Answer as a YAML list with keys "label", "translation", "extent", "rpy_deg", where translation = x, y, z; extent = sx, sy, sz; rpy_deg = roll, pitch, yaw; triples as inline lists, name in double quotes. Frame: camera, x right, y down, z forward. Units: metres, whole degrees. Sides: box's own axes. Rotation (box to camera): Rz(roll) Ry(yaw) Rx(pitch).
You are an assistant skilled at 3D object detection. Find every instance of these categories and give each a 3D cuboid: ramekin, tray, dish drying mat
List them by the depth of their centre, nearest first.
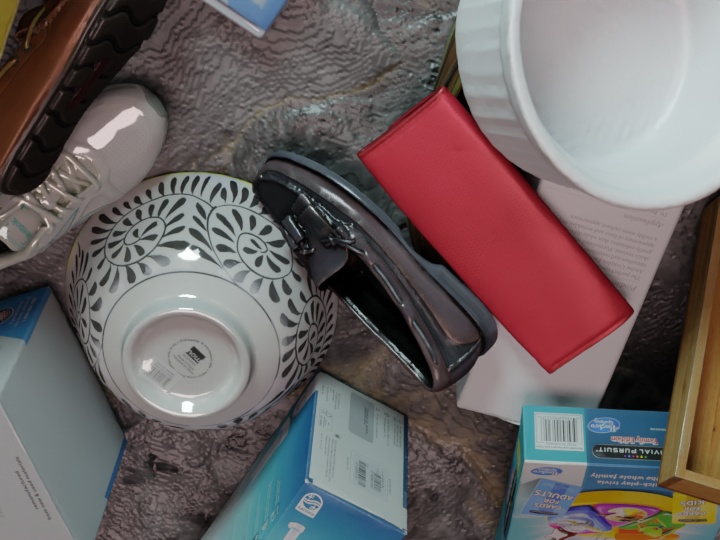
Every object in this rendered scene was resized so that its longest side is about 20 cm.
- label: "ramekin"
  translation: [0.154, -0.140, 0.939]
  extent: [0.199, 0.098, 0.202]
  rpy_deg: [-3, 97, -23]
- label: "dish drying mat"
  translation: [0.089, -0.024, 1.011]
  extent: [0.077, 0.018, 0.200]
  rpy_deg: [-35, 106, 24]
- label: "tray"
  translation: [0.264, 0.059, 1.040]
  extent: [0.098, 0.202, 0.037]
  rpy_deg: [17, 158, -7]

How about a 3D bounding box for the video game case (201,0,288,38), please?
- label: "video game case"
  translation: [-0.094, -0.270, 0.963]
  extent: [0.199, 0.022, 0.182]
  rpy_deg: [32, 114, -14]

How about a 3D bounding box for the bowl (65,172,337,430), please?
- label: "bowl"
  translation: [-0.116, 0.041, 1.087]
  extent: [0.199, 0.094, 0.202]
  rpy_deg: [1, 117, 2]

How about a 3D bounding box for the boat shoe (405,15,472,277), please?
- label: "boat shoe"
  translation: [0.067, -0.077, 1.032]
  extent: [0.071, 0.068, 0.202]
  rpy_deg: [5, 118, -1]

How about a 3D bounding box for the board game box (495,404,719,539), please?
- label: "board game box"
  translation: [0.181, 0.171, 1.124]
  extent: [0.150, 0.047, 0.201]
  rpy_deg: [3, 144, 1]

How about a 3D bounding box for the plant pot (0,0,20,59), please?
- label: "plant pot"
  translation: [-0.298, -0.223, 0.856]
  extent: [0.199, 0.196, 0.195]
  rpy_deg: [7, 122, -34]

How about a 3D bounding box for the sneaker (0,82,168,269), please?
- label: "sneaker"
  translation: [-0.209, -0.049, 1.051]
  extent: [0.200, 0.080, 0.071]
  rpy_deg: [-36, 109, 17]

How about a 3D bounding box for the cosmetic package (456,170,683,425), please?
- label: "cosmetic package"
  translation: [0.140, 0.008, 1.074]
  extent: [0.101, 0.074, 0.201]
  rpy_deg: [16, 119, -6]

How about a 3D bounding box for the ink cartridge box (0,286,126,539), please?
- label: "ink cartridge box"
  translation: [-0.296, 0.131, 1.106]
  extent: [0.198, 0.147, 0.147]
  rpy_deg: [-16, 117, 13]

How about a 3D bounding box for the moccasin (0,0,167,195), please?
- label: "moccasin"
  translation: [-0.188, -0.144, 0.983]
  extent: [0.078, 0.074, 0.202]
  rpy_deg: [43, 112, 17]

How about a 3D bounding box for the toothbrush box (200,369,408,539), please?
- label: "toothbrush box"
  translation: [-0.050, 0.198, 1.137]
  extent: [0.085, 0.147, 0.201]
  rpy_deg: [30, 114, -13]

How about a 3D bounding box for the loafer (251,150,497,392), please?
- label: "loafer"
  translation: [0.000, 0.000, 1.038]
  extent: [0.200, 0.063, 0.072]
  rpy_deg: [39, 152, 7]
